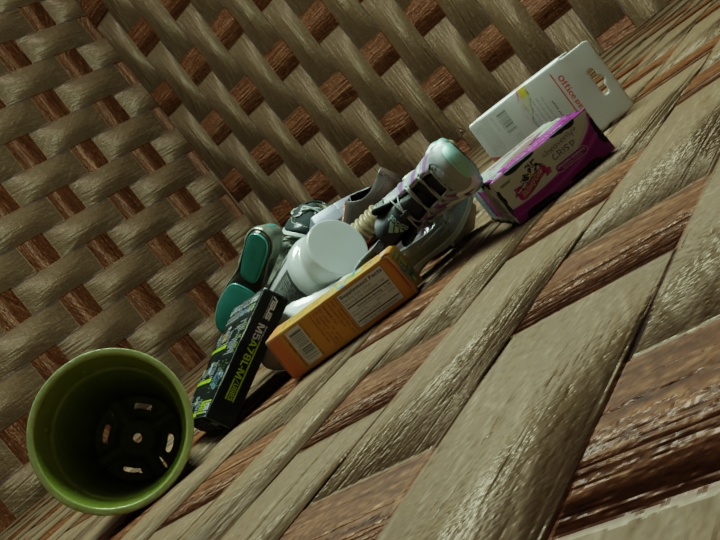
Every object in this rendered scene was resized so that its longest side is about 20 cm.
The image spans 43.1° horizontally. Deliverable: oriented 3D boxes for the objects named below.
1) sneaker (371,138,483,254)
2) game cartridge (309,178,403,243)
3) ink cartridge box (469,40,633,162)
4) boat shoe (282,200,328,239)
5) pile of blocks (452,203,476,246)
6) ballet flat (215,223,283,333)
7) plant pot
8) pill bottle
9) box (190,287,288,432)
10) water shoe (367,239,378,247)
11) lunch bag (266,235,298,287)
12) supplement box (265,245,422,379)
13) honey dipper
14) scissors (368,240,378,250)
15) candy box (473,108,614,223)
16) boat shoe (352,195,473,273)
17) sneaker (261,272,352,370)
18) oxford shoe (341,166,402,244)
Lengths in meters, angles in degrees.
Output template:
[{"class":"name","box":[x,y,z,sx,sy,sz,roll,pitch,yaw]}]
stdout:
[{"class":"sneaker","box":[0.064,-0.074,1.077,0.140,0.078,0.200,-45,-2,-9]},{"class":"game cartridge","box":[0.007,-0.079,1.493,0.200,0.042,0.133,-24,-27,-23]},{"class":"ink cartridge box","box":[0.267,-0.218,1.264,0.200,0.117,0.067,-35,5,29]},{"class":"boat shoe","box":[-0.089,-0.088,1.565,0.200,0.076,0.060,-96,21,-81]},{"class":"pile of blocks","box":[0.086,-0.057,1.295,0.062,0.082,0.200,-40,5,-28]},{"class":"ballet flat","box":[-0.167,0.015,1.421,0.064,0.067,0.200,-35,-27,-60]},{"class":"plant pot","box":[-0.305,0.215,1.189,0.200,0.200,0.190,-39,-9,-11]},{"class":"pill bottle","box":[-0.068,0.016,1.368,0.113,0.113,0.200,-41,-7,-37]},{"class":"box","box":[-0.180,0.131,1.290,0.200,0.047,0.193,-30,37,67]},{"class":"water shoe","box":[-0.005,-0.004,1.453,0.200,0.072,0.079,-36,-16,22]},{"class":"lunch bag","box":[-0.125,0.014,1.611,0.168,0.139,0.200,-64,-3,8]},{"class":"supplement box","box":[-0.020,0.051,1.141,0.200,0.069,0.067,-34,7,17]},{"class":"honey dipper","box":[0.066,-0.116,1.312,0.200,0.038,0.038,-42,2,23]},{"class":"scissors","box":[0.000,0.000,1.392,0.014,0.073,0.200,-2,-7,-32]},{"class":"candy box","box":[0.208,-0.122,1.094,0.136,0.061,0.200,-39,3,2]},{"class":"boat shoe","box":[0.071,-0.051,1.194,0.202,0.065,0.074,-48,42,-6]},{"class":"sneaker","box":[-0.066,0.077,1.255,0.200,0.076,0.081,-39,13,17]},{"class":"oxford shoe","box":[-0.003,-0.079,1.401,0.200,0.073,0.071,-46,11,27]}]
